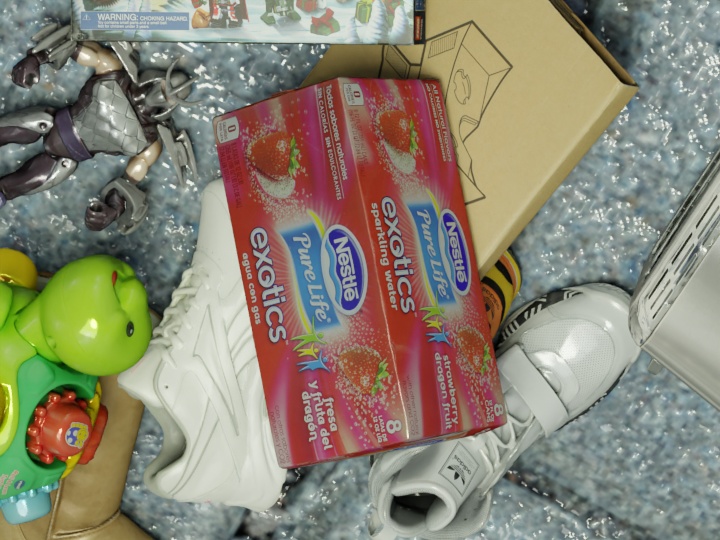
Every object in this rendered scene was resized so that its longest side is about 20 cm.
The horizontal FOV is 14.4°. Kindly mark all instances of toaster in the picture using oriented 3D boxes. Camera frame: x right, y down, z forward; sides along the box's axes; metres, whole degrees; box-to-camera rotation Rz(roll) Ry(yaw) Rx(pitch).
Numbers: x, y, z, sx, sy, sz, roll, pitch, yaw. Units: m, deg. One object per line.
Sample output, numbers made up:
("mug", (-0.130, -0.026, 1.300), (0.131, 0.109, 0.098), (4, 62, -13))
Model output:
("toaster", (0.239, -0.005, 1.594), (0.129, 0.114, 0.200), (31, 117, -1))

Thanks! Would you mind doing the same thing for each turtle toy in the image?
("turtle toy", (-0.188, 0.064, 1.633), (0.101, 0.146, 0.200), (21, 131, -12))

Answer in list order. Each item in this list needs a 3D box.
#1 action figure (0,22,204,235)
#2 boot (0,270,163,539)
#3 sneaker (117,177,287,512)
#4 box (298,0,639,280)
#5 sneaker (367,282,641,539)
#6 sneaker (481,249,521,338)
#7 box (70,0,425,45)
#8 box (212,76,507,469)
("action figure", (-0.181, -0.073, 1.670), (0.199, 0.069, 0.131), (-22, 98, 14))
("boot", (-0.148, 0.118, 1.746), (0.174, 0.066, 0.201), (15, 113, 4))
("sneaker", (-0.092, 0.044, 1.664), (0.099, 0.078, 0.201), (-1, 94, -22))
("box", (0.045, -0.085, 1.601), (0.200, 0.021, 0.164), (-51, 63, 24))
("sneaker", (0.082, 0.091, 1.662), (0.200, 0.115, 0.075), (-35, 104, 22))
("sneaker", (0.007, 0.056, 1.675), (0.200, 0.090, 0.070), (-38, 101, 22))
("box", (-0.063, -0.195, 1.588), (0.199, 0.040, 0.138), (1, 95, 11))
("box", (0.000, 0.000, 1.559), (0.095, 0.099, 0.201), (-15, 84, 36))
